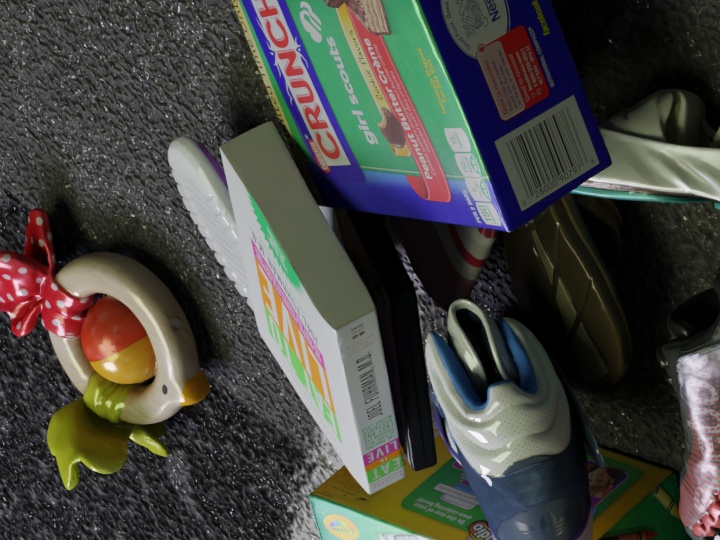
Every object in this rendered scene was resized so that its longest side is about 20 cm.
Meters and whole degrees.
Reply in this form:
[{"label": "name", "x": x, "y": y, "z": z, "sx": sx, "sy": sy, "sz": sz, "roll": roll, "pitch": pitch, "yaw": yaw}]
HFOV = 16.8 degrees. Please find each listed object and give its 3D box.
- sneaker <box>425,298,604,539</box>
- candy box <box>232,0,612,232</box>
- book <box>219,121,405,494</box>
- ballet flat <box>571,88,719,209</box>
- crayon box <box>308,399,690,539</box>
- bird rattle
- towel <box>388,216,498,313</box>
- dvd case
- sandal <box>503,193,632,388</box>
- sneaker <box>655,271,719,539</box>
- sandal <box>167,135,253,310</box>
[{"label": "sneaker", "x": 0.076, "y": 0.057, "z": 1.354, "sx": 0.200, "sy": 0.080, "sz": 0.147, "roll": -106, "pitch": -1, "yaw": -56}, {"label": "candy box", "x": 0.018, "y": -0.116, "z": 1.230, "sx": 0.200, "sy": 0.077, "sz": 0.170, "roll": 12, "pitch": 129, "yaw": 61}, {"label": "book", "x": -0.021, "y": 0.025, "z": 1.355, "sx": 0.134, "sy": 0.048, "sz": 0.200, "roll": 59, "pitch": 170, "yaw": 30}, {"label": "ballet flat", "x": 0.176, "y": -0.058, "z": 1.218, "sx": 0.199, "sy": 0.069, "sz": 0.070, "roll": 12, "pitch": 129, "yaw": 40}, {"label": "crayon box", "x": 0.081, "y": 0.149, "z": 1.457, "sx": 0.199, "sy": 0.119, "sz": 0.059, "roll": 16, "pitch": 132, "yaw": 43}, {"label": "bird rattle", "x": -0.180, "y": 0.044, "z": 1.735, "sx": 0.163, "sy": 0.112, "sz": 0.201, "roll": -16, "pitch": 94, "yaw": 43}, {"label": "towel", "x": 0.040, "y": -0.084, "z": 1.340, "sx": 0.144, "sy": 0.023, "sz": 0.200, "roll": 59, "pitch": 153, "yaw": 25}, {"label": "dvd case", "x": 0.000, "y": 0.000, "z": 1.417, "sx": 0.200, "sy": 0.017, "sz": 0.143, "roll": -115, "pitch": 12, "yaw": -46}, {"label": "sandal", "x": 0.107, "y": -0.035, "z": 1.328, "sx": 0.201, "sy": 0.054, "sz": 0.082, "roll": 66, "pitch": 155, "yaw": 8}, {"label": "sneaker", "x": 0.199, "y": 0.065, "z": 1.284, "sx": 0.098, "sy": 0.071, "sz": 0.201, "roll": 39, "pitch": 142, "yaw": 20}, {"label": "sandal", "x": -0.060, "y": -0.014, "z": 1.552, "sx": 0.082, "sy": 0.050, "sz": 0.203, "roll": 30, "pitch": 155, "yaw": 54}]
